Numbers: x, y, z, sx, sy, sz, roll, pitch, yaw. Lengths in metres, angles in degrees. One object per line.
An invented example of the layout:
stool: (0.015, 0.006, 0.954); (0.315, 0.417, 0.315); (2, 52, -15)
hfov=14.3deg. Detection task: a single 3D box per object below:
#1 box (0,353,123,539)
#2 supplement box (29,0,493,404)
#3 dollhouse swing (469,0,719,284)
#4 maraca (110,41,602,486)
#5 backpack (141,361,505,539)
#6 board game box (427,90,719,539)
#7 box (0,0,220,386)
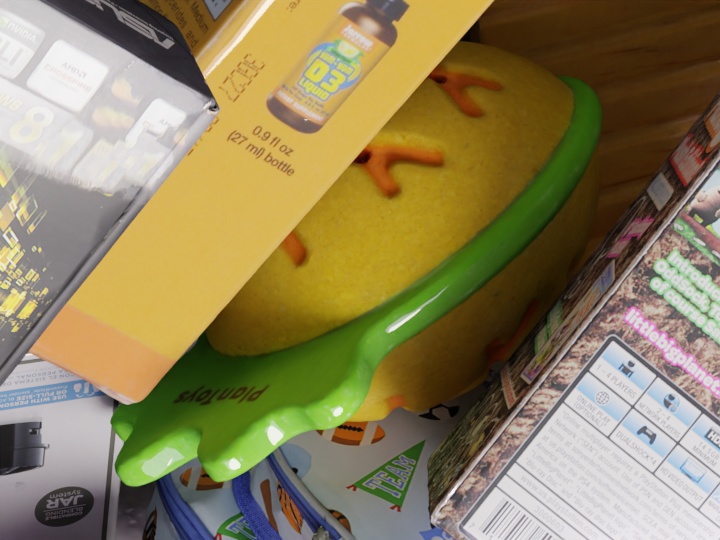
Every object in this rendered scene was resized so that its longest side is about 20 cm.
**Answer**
box: (-0.142, 0.082, 0.967); (0.116, 0.060, 0.201); (-7, 134, -19)
supplement box: (-0.036, -0.059, 0.841); (0.066, 0.069, 0.200); (31, 111, -36)
dollhouse swing: (0.148, -0.049, 0.930); (0.181, 0.176, 0.201); (-15, 129, -11)
maraca: (0.000, 0.000, 0.904); (0.200, 0.137, 0.107); (-46, 110, -33)
backpack: (0.013, 0.107, 0.979); (0.199, 0.190, 0.155); (-6, 120, -40)
board game box: (0.140, 0.036, 0.840); (0.159, 0.097, 0.200); (39, 96, -4)
box: (-0.157, -0.030, 0.651); (0.199, 0.049, 0.161); (30, 107, -34)
